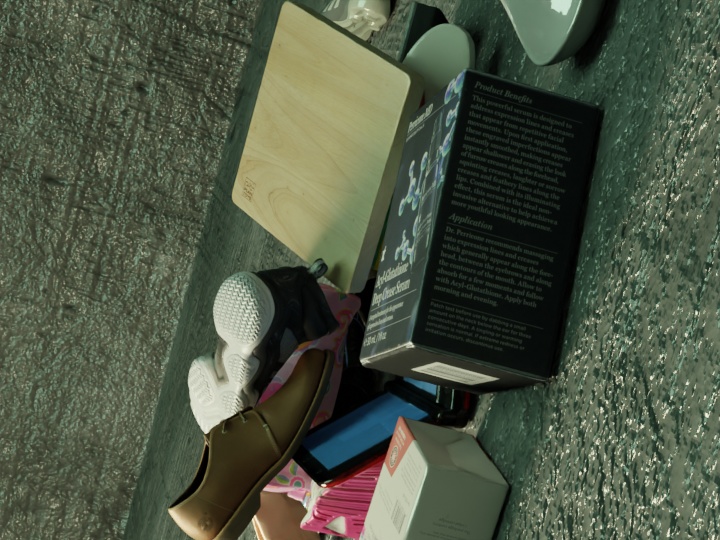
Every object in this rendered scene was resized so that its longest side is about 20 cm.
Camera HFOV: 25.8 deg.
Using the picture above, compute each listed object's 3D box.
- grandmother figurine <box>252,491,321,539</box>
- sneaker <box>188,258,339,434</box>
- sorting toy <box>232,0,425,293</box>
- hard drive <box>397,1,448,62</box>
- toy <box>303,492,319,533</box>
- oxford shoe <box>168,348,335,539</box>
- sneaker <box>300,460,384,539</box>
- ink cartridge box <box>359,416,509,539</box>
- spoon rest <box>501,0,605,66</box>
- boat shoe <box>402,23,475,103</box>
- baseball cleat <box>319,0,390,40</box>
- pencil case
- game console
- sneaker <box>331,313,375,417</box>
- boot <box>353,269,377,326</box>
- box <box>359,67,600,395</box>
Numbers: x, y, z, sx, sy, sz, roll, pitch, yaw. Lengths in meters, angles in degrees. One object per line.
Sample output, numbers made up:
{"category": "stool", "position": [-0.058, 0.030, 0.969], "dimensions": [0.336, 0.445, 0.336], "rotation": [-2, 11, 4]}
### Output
{"category": "grandmother figurine", "position": [-0.098, 0.206, 1.530], "dimensions": [0.060, 0.202, 0.121], "rotation": [-18, 9, 32]}
{"category": "sneaker", "position": [-0.082, 0.071, 1.401], "dimensions": [0.076, 0.113, 0.201], "rotation": [47, 138, 27]}
{"category": "sorting toy", "position": [-0.015, -0.113, 1.418], "dimensions": [0.200, 0.069, 0.201], "rotation": [38, 119, 44]}
{"category": "hard drive", "position": [0.047, -0.152, 1.537], "dimensions": [0.140, 0.032, 0.203], "rotation": [-6, -69, -82]}
{"category": "toy", "position": [-0.049, 0.206, 1.626], "dimensions": [0.116, 0.047, 0.202], "rotation": [-96, 23, -57]}
{"category": "oxford shoe", "position": [-0.091, 0.141, 1.342], "dimensions": [0.201, 0.071, 0.071], "rotation": [-56, 8, -14]}
{"category": "sneaker", "position": [-0.005, 0.175, 1.383], "dimensions": [0.200, 0.080, 0.089], "rotation": [133, 148, -65]}
{"category": "ink cartridge box", "position": [0.038, 0.225, 1.163], "dimensions": [0.117, 0.067, 0.202], "rotation": [-125, 51, -75]}
{"category": "spoon rest", "position": [0.140, -0.217, 1.213], "dimensions": [0.200, 0.060, 0.101], "rotation": [-109, 35, -70]}
{"category": "boat shoe", "position": [0.067, -0.125, 1.442], "dimensions": [0.068, 0.071, 0.203], "rotation": [-13, -65, -62]}
{"category": "baseball cleat", "position": [0.004, -0.346, 2.002], "dimensions": [0.200, 0.069, 0.108], "rotation": [4, 74, 68]}
{"category": "pencil case", "position": [-0.060, 0.110, 1.470], "dimensions": [0.087, 0.086, 0.203], "rotation": [166, 117, -76]}
{"category": "game console", "position": [0.012, 0.081, 1.306], "dimensions": [0.200, 0.117, 0.175], "rotation": [-166, 80, -77]}
{"category": "sneaker", "position": [-0.015, 0.098, 1.575], "dimensions": [0.077, 0.070, 0.202], "rotation": [-15, 41, 35]}
{"category": "boot", "position": [0.000, 0.000, 1.570], "dimensions": [0.147, 0.070, 0.200], "rotation": [66, -176, 33]}
{"category": "box", "position": [0.084, -0.023, 1.142], "dimensions": [0.148, 0.106, 0.203], "rotation": [148, 136, -74]}
